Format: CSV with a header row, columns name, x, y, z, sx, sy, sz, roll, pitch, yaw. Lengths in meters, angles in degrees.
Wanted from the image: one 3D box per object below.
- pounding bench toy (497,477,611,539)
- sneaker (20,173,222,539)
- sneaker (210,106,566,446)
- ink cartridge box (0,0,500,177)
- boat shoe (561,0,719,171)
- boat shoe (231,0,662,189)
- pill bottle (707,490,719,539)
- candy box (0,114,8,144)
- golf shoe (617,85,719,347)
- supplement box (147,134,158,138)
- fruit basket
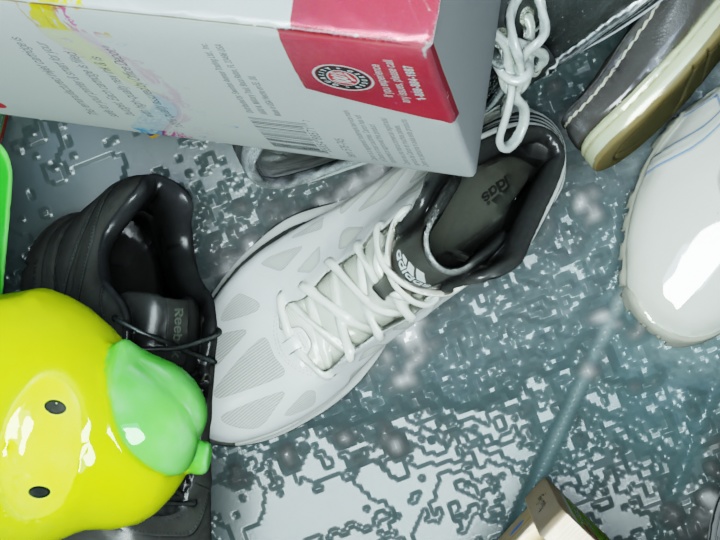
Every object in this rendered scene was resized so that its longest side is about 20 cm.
name,x,y,z,sx,sy,sz,roll,pitch,yaw
pounding bench toy,0.067,0.187,0.732,0.124,0.200,0.156,43,91,2
sneaker,-0.090,0.054,0.760,0.075,0.091,0.202,3,64,-32
sneaker,0.000,-0.001,0.777,0.200,0.115,0.076,-40,90,2
ink cartridge box,-0.054,-0.128,0.640,0.198,0.145,0.146,7,80,10
boat shoe,0.142,-0.132,0.798,0.066,0.072,0.201,39,86,7
boat shoe,0.042,-0.086,0.726,0.198,0.068,0.074,-18,132,-3
pill bottle,0.192,0.109,0.725,0.115,0.200,0.117,0,88,3
candy box,-0.257,-0.051,0.808,0.198,0.077,0.171,15,90,3
golf shoe,0.173,-0.057,0.781,0.078,0.097,0.201,33,93,0
supplement box,-0.026,-0.153,0.773,0.199,0.109,0.110,-24,76,3
fruit basket,-0.165,0.050,0.687,0.214,0.155,0.218,-1,89,35
